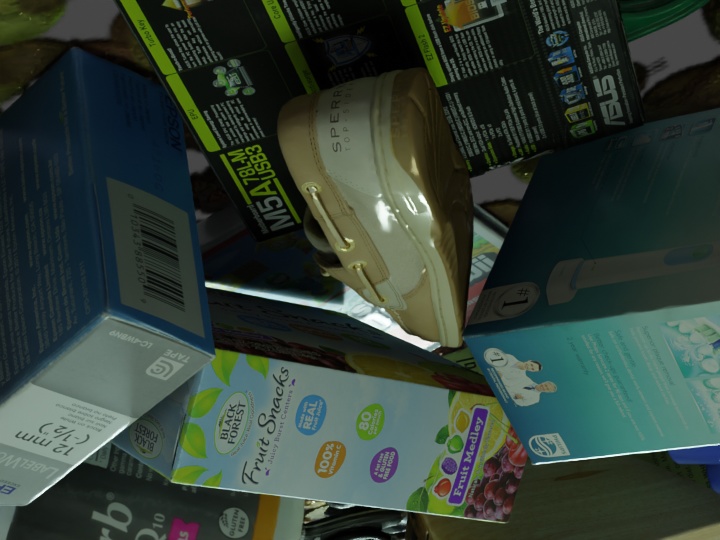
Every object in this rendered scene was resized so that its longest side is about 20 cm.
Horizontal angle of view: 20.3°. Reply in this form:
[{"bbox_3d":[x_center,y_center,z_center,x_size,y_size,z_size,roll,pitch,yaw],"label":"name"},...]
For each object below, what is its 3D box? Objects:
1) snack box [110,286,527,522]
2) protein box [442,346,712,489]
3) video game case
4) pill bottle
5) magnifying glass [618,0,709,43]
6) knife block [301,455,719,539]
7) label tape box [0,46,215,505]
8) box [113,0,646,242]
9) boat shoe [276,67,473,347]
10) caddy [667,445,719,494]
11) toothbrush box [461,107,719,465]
[{"bbox_3d":[-0.044,0.056,0.954,0.199,0.168,0.068,14,95,-38],"label":"snack box"},{"bbox_3d":[0.179,0.126,1.174,0.199,0.200,0.135,-20,149,7],"label":"protein box"},{"bbox_3d":[0.000,0.000,1.060,0.142,0.018,0.200,-29,147,21],"label":"video game case"},{"bbox_3d":[-0.136,0.120,0.982,0.199,0.117,0.117,16,141,-13],"label":"pill bottle"},{"bbox_3d":[0.092,-0.109,0.926,0.079,0.023,0.200,17,134,-42],"label":"magnifying glass"},{"bbox_3d":[0.068,0.158,1.024,0.199,0.176,0.064,22,140,14],"label":"knife block"},{"bbox_3d":[-0.156,0.020,0.887,0.066,0.144,0.200,21,133,-38],"label":"label tape box"},{"bbox_3d":[0.012,-0.103,0.850,0.192,0.048,0.200,-15,147,9],"label":"box"},{"bbox_3d":[0.009,-0.025,0.871,0.069,0.074,0.200,0,153,11],"label":"boat shoe"},{"bbox_3d":[0.217,0.024,1.040,0.104,0.201,0.141,-11,156,25],"label":"caddy"},{"bbox_3d":[0.166,-0.001,0.905,0.199,0.147,0.086,-12,124,32],"label":"toothbrush box"}]
